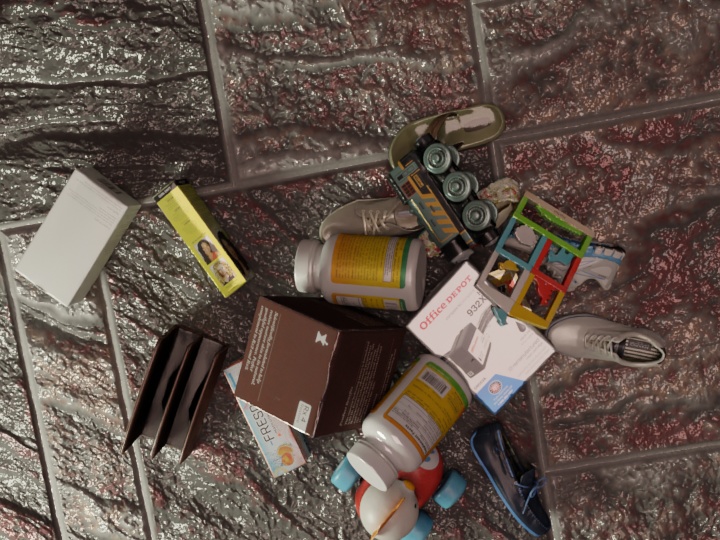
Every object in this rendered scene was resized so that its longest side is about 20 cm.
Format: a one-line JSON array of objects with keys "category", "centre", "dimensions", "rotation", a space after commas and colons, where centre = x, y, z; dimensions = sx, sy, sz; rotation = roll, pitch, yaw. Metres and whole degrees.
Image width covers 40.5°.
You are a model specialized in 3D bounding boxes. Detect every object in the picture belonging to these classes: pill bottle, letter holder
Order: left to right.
[{"category": "letter holder", "centre": [-0.305, 0.209, 1.596], "dimensions": [0.099, 0.142, 0.203], "rotation": [20, 97, 2]}, {"category": "pill bottle", "centre": [0.000, 0.000, 1.544], "dimensions": [0.196, 0.113, 0.115], "rotation": [4, 97, 13]}, {"category": "pill bottle", "centre": [0.072, 0.237, 1.506], "dimensions": [0.111, 0.111, 0.200], "rotation": [44, 69, -2]}]

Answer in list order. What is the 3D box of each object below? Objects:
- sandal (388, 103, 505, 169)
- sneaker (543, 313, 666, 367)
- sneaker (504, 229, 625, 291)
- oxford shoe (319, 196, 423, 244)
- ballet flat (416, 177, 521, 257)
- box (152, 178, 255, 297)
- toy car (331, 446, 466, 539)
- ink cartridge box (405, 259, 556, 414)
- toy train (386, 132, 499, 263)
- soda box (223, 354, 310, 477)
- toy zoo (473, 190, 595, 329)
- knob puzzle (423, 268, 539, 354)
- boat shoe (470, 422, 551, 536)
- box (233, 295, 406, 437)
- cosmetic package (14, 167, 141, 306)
[{"category": "sandal", "centre": [0.135, -0.217, 1.560], "dimensions": [0.198, 0.057, 0.081], "rotation": [-22, 94, 6]}, {"category": "sneaker", "centre": [0.396, 0.112, 1.571], "dimensions": [0.196, 0.071, 0.075], "rotation": [4, 97, 3]}, {"category": "sneaker", "centre": [0.320, -0.013, 1.565], "dimensions": [0.196, 0.075, 0.088], "rotation": [13, 103, 3]}, {"category": "oxford shoe", "centre": [0.026, -0.081, 1.584], "dimensions": [0.196, 0.058, 0.077], "rotation": [-11, 99, 8]}, {"category": "ballet flat", "centre": [0.175, -0.075, 1.562], "dimensions": [0.199, 0.076, 0.064], "rotation": [-37, 50, 7]}, {"category": "box", "centre": [-0.254, -0.055, 1.599], "dimensions": [0.050, 0.075, 0.201], "rotation": [-36, 94, 9]}, {"category": "toy car", "centre": [0.059, 0.358, 1.557], "dimensions": [0.184, 0.200, 0.178], "rotation": [40, 97, -1]}, {"category": "ink cartridge box", "centre": [0.188, 0.101, 1.547], "dimensions": [0.200, 0.084, 0.145], "rotation": [44, 96, 1]}, {"category": "toy train", "centre": [0.129, -0.110, 1.509], "dimensions": [0.113, 0.085, 0.202], "rotation": [-36, 84, 19]}, {"category": "soda box", "centre": [-0.155, 0.235, 1.625], "dimensions": [0.063, 0.068, 0.203], "rotation": [-24, 93, 7]}, {"category": "toy zoo", "centre": [0.261, -0.003, 1.501], "dimensions": [0.130, 0.020, 0.202], "rotation": [29, 81, -3]}, {"category": "knob puzzle", "centre": [0.204, 0.117, 1.606], "dimensions": [0.215, 0.030, 0.225], "rotation": [0, 96, 4]}, {"category": "boat shoe", "centre": [0.257, 0.343, 1.599], "dimensions": [0.068, 0.084, 0.201], "rotation": [-35, 95, 18]}, {"category": "box", "centre": [-0.060, 0.142, 1.517], "dimensions": [0.162, 0.199, 0.169], "rotation": [21, 98, 32]}, {"category": "cosmetic package", "centre": [-0.465, -0.055, 1.611], "dimensions": [0.112, 0.081, 0.201], "rotation": [36, 99, 0]}]
